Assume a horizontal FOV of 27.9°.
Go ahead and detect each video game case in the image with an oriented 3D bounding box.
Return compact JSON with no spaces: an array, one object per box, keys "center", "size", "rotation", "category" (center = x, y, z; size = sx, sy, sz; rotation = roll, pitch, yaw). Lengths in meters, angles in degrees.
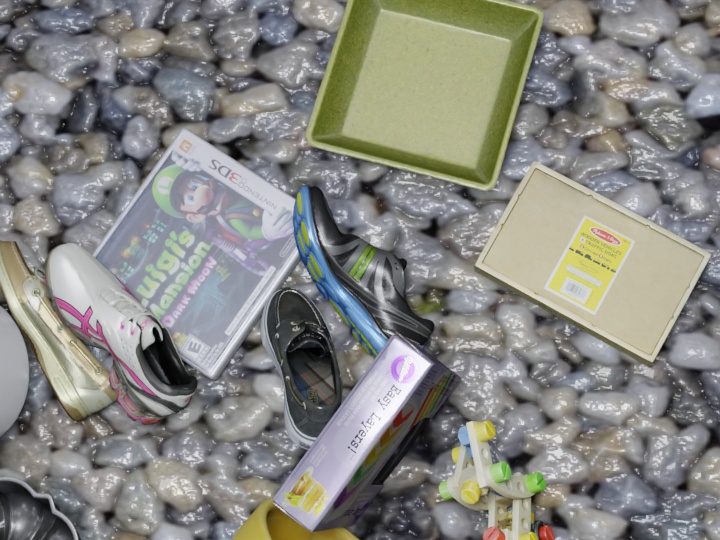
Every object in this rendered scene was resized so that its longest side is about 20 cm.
[{"center":[-0.165,-0.019,1.476],"size":[0.182,0.023,0.200],"rotation":[33,83,13],"category":"video game case"}]

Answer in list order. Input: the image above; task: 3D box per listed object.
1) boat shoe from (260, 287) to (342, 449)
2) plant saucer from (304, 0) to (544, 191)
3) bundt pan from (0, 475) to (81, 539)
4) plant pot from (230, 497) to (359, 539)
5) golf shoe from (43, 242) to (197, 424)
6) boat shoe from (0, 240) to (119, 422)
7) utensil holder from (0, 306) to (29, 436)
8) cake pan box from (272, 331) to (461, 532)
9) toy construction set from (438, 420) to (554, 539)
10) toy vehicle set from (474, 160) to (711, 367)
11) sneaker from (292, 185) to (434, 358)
[{"center":[-0.050,0.081,1.380],"size":[0.069,0.057,0.200],"rotation":[1,43,-17],"category":"boat shoe"},{"center":[0.067,-0.190,1.478],"size":[0.200,0.048,0.200],"rotation":[15,79,9],"category":"plant saucer"},{"center":[-0.352,0.300,1.396],"size":[0.202,0.076,0.202],"rotation":[-2,77,7],"category":"bundt pan"},{"center":[-0.071,0.339,1.306],"size":[0.201,0.201,0.189],"rotation":[44,101,13],"category":"plant pot"},{"center":[-0.228,0.051,1.409],"size":[0.200,0.092,0.073],"rotation":[55,44,-5],"category":"golf shoe"},{"center":[-0.307,0.052,1.453],"size":[0.063,0.073,0.201],"rotation":[-28,78,-8],"category":"boat shoe"},{"center":[-0.438,0.101,1.367],"size":[0.170,0.200,0.170],"rotation":[0,89,24],"category":"utensil holder"},{"center":[0.011,0.151,1.326],"size":[0.052,0.200,0.184],"rotation":[38,89,14],"category":"cake pan box"},{"center":[0.117,0.250,1.325],"size":[0.092,0.131,0.200],"rotation":[-10,51,41],"category":"toy construction set"},{"center":[0.228,-0.008,1.428],"size":[0.200,0.027,0.124],"rotation":[30,82,12],"category":"toy vehicle set"},{"center":[0.000,0.000,1.429],"size":[0.083,0.071,0.200],"rotation":[-35,88,-15],"category":"sneaker"}]
